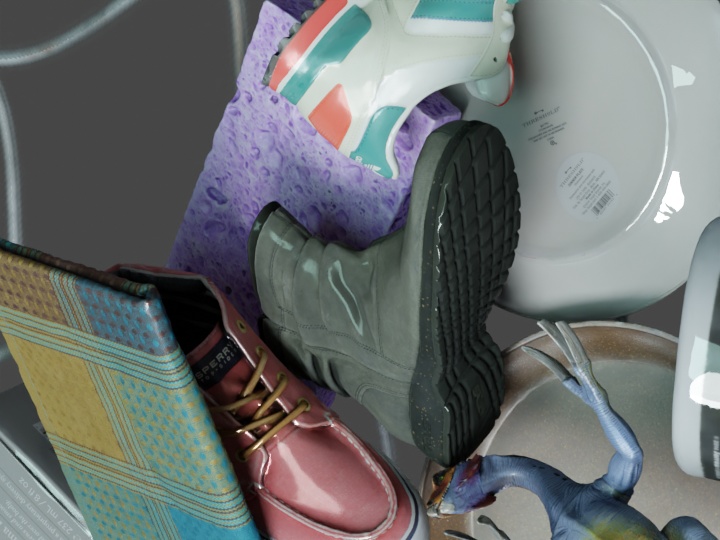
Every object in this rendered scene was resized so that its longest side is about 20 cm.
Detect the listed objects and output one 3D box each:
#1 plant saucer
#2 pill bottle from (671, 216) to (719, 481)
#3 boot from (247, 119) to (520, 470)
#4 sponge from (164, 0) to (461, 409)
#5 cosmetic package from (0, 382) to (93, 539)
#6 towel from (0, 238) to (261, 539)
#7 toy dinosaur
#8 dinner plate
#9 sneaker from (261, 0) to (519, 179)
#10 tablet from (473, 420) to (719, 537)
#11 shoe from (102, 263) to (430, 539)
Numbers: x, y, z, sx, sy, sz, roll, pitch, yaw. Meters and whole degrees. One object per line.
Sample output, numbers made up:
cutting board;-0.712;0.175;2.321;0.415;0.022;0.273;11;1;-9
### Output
plant saucer;0.121;0.124;0.991;0.199;0.032;0.202;0;90;31
pill bottle;0.236;0.043;0.868;0.198;0.114;0.115;7;106;16
boot;0.000;0.000;0.959;0.130;0.068;0.201;26;139;24
sponge;-0.032;-0.027;1.055;0.111;0.030;0.201;37;124;20
cosmetic package;-0.208;0.167;1.188;0.107;0.090;0.200;42;116;12
towel;-0.108;0.077;0.994;0.146;0.022;0.201;16;135;43
toy dinosaur;0.099;0.131;0.902;0.105;0.181;0.201;-35;100;-7
dinner plate;0.089;-0.071;0.993;0.199;0.024;0.202;8;107;29
sneaker;0.052;-0.128;0.955;0.200;0.070;0.093;-44;93;2
tablet;0.124;0.143;1.028;0.199;0.014;0.131;6;104;30
shoe;-0.055;0.070;0.995;0.200;0.071;0.091;33;159;33
